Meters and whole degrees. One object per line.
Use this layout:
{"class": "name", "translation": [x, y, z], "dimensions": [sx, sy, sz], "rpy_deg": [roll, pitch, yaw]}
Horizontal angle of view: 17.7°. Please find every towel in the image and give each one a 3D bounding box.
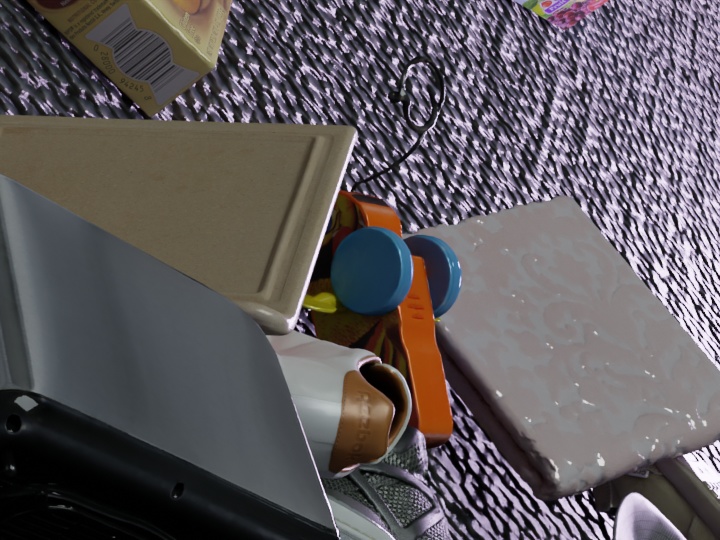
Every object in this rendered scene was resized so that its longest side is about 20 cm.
{"class": "towel", "translation": [0.117, 0.043, 1.374], "dimensions": [0.200, 0.032, 0.191], "rpy_deg": [-13, 57, -46]}

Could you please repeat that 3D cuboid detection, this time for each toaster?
{"class": "toaster", "translation": [-0.139, 0.078, 0.815], "dimensions": [0.200, 0.181, 0.119], "rpy_deg": [30, 33, -44]}

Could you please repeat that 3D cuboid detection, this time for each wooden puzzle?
{"class": "wooden puzzle", "translation": [-0.105, -0.018, 1.025], "dimensions": [0.200, 0.184, 0.037], "rpy_deg": [-71, 161, -62]}

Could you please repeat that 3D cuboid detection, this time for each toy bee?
{"class": "toy bee", "translation": [0.000, 0.000, 1.261], "dimensions": [0.131, 0.108, 0.201], "rpy_deg": [38, 55, -46]}

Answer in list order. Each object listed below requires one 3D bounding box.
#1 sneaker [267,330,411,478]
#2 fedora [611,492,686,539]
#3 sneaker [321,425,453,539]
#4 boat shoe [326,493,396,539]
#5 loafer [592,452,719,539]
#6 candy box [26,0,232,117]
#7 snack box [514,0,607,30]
{"class": "sneaker", "translation": [-0.024, 0.066, 1.066], "dimensions": [0.084, 0.073, 0.200], "rpy_deg": [8, 4, -7]}
{"class": "fedora", "translation": [0.150, 0.226, 1.242], "dimensions": [0.200, 0.090, 0.177], "rpy_deg": [48, 27, -30]}
{"class": "sneaker", "translation": [0.031, 0.144, 1.147], "dimensions": [0.199, 0.076, 0.114], "rpy_deg": [39, 36, -20]}
{"class": "boat shoe", "translation": [-0.070, 0.116, 0.993], "dimensions": [0.202, 0.074, 0.065], "rpy_deg": [21, 75, -36]}
{"class": "loafer", "translation": [0.167, 0.120, 1.428], "dimensions": [0.200, 0.068, 0.076], "rpy_deg": [50, 13, 29]}
{"class": "candy box", "translation": [-0.156, -0.190, 1.240], "dimensions": [0.200, 0.055, 0.116], "rpy_deg": [44, 28, -23]}
{"class": "snack box", "translation": [0.105, -0.299, 1.810], "dimensions": [0.200, 0.068, 0.169], "rpy_deg": [23, 41, -50]}
